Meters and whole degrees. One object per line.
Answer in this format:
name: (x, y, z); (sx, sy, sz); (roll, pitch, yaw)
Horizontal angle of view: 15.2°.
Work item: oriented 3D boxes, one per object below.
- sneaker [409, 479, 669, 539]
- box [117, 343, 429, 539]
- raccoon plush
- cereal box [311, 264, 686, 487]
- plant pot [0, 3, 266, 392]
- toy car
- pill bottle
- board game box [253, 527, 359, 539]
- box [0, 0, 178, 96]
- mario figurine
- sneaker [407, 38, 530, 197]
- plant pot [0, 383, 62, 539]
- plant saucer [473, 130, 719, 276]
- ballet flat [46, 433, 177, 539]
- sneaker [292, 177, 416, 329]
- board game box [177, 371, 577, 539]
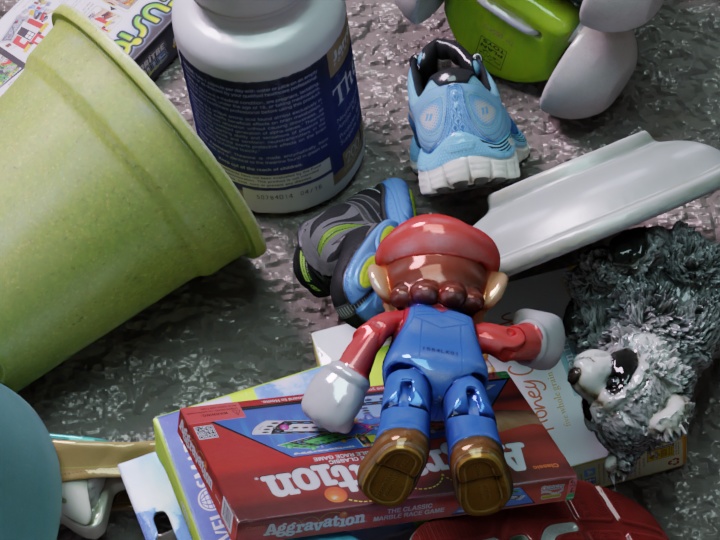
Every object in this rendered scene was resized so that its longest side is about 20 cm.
sneaker: (0.080, 0.185, 1.534); (0.199, 0.116, 0.079); (1, 49, -38)
box: (-0.029, 0.120, 1.556); (0.199, 0.048, 0.122); (-17, 60, -12)
raccoon plush: (0.206, 0.049, 1.576); (0.199, 0.097, 0.135); (-5, 59, -16)
cereal box: (0.082, 0.077, 1.637); (0.199, 0.040, 0.144); (-15, 53, -5)
plant pot: (-0.191, -0.029, 1.679); (0.184, 0.201, 0.200); (-41, 57, -9)
toy car: (0.127, -0.214, 1.771); (0.175, 0.200, 0.150); (33, 53, 10)
pill bottle: (-0.060, -0.139, 1.725); (0.110, 0.200, 0.111); (-4, 51, 5)
board game box: (0.011, 0.233, 1.450); (0.199, 0.153, 0.045); (28, 33, 25)
box: (-0.193, -0.154, 1.861); (0.110, 0.035, 0.200); (27, 59, 25)
mario figurine: (0.043, 0.058, 1.503); (0.106, 0.123, 0.201); (-37, 30, 31)
sneaker: (0.066, -0.105, 1.710); (0.078, 0.090, 0.200); (-9, 9, -1)
plant pot: (-0.294, 0.119, 1.535); (0.200, 0.161, 0.202); (-11, 61, 20)
plant saucer: (0.134, -0.042, 1.634); (0.199, 0.200, 0.050); (-22, 90, -10)
ballet flat: (-0.139, 0.130, 1.610); (0.199, 0.069, 0.063); (-2, 65, 7)
sneaker: (0.000, 0.000, 1.659); (0.082, 0.071, 0.200); (-21, 15, 7)
board game box: (0.009, 0.101, 1.491); (0.199, 0.020, 0.103); (-6, 37, -22)
